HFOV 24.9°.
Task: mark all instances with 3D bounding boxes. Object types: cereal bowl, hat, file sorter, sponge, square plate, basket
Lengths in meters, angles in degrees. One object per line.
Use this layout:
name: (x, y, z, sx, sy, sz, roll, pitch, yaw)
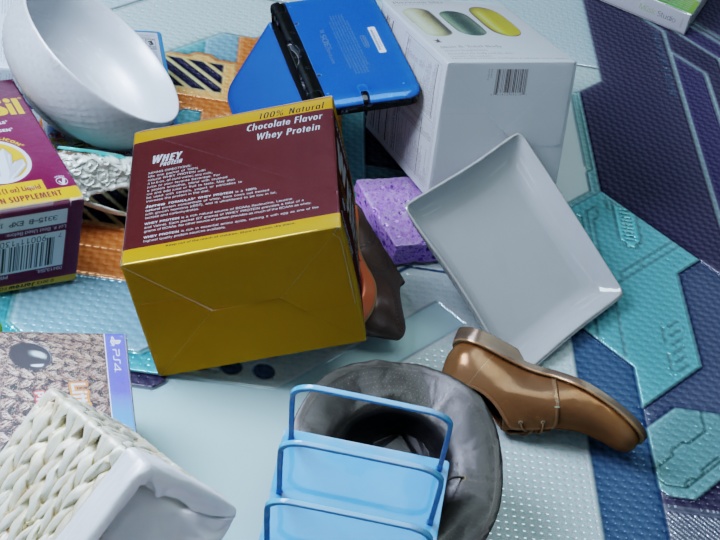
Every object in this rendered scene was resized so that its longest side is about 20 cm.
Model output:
cereal bowl: (-0.282, -0.195, 1.637, 0.200, 0.083, 0.201, 41, 22, -20)
hat: (0.027, 0.178, 1.364, 0.198, 0.081, 0.203, 2, 56, -3)
file sorter: (-0.010, 0.204, 1.224, 0.137, 0.123, 0.202, 11, 61, 2)
sponge: (0.101, -0.058, 1.721, 0.198, 0.030, 0.112, -5, 42, -24)
square plate: (0.151, -0.015, 1.621, 0.197, 0.028, 0.201, -33, 89, -40)
basket: (-0.209, 0.201, 1.148, 0.123, 0.135, 0.201, 34, 86, 33)

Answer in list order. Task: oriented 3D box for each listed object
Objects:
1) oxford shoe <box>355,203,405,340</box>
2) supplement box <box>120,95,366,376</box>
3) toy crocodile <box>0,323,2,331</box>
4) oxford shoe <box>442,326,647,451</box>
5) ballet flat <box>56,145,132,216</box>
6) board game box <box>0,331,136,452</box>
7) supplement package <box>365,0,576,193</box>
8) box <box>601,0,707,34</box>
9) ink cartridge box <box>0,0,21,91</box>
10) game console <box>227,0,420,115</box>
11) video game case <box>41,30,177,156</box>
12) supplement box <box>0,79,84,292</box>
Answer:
oxford shoe: (0.000, 0.000, 1.603, 0.072, 0.071, 0.201, 29, 29, -27)
supplement box: (-0.103, -0.035, 1.492, 0.195, 0.134, 0.201, -10, 40, 4)
toy crocodile: (-0.376, 0.058, 1.406, 0.198, 0.062, 0.068, 22, 38, 2)
oxford shoe: (0.165, 0.127, 1.500, 0.198, 0.072, 0.072, 24, 66, 11)
ballet flat: (-0.220, -0.086, 1.622, 0.198, 0.072, 0.072, 1, 38, -34)
board game box: (-0.283, 0.137, 1.300, 0.197, 0.098, 0.160, 1, 40, -16)
supplement package: (0.114, -0.188, 1.754, 0.150, 0.152, 0.200, -3, 27, -20)
box: (0.413, -0.403, 2.244, 0.143, 0.037, 0.200, 25, 38, 13)
ink cartridge box: (-0.425, -0.271, 1.801, 0.197, 0.044, 0.198, 3, 43, -14)
game console: (-0.044, -0.190, 1.745, 0.169, 0.119, 0.201, -9, 43, -13)
video game case: (-0.268, -0.180, 1.723, 0.141, 0.018, 0.202, 1, 53, -21)
supplement box: (-0.356, -0.080, 1.539, 0.130, 0.104, 0.200, -12, 44, -29)
